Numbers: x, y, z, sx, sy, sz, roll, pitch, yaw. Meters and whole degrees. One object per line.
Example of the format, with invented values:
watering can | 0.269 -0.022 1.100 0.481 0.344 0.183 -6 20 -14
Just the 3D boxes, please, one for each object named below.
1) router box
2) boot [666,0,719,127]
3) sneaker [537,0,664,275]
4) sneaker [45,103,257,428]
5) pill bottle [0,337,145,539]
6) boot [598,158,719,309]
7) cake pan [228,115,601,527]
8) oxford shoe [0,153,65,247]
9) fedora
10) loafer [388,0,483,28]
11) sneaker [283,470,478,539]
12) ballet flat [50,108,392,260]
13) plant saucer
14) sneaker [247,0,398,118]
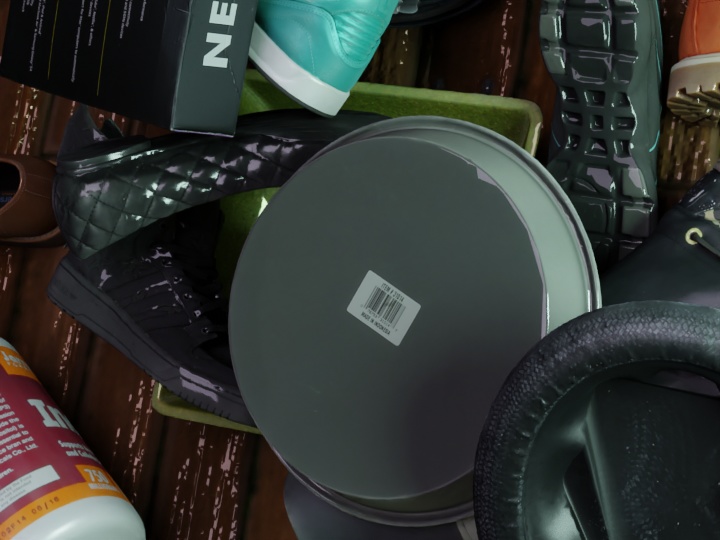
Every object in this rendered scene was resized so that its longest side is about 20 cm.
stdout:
router box | -0.114 -0.183 1.244 0.149 0.051 0.202 20 103 42
boot | 0.253 -0.133 1.191 0.198 0.075 0.108 1 72 29
sneaker | 0.132 -0.064 1.238 0.075 0.079 0.202 9 100 23
sneaker | -0.104 -0.003 1.292 0.199 0.060 0.105 32 95 33
pill bottle | -0.217 0.109 1.345 0.113 0.113 0.200 -46 61 9
boot | 0.187 0.057 1.152 0.153 0.073 0.204 -36 68 3
cake pan | 0.018 0.023 1.150 0.199 0.037 0.202 -3 84 26
oxford shoe | -0.265 -0.044 1.438 0.198 0.071 0.072 -9 74 27
fedora | 0.146 0.096 1.082 0.199 0.092 0.202 6 112 16
loafer | -0.018 -0.176 1.338 0.199 0.063 0.073 11 102 34
sneaker | 0.002 0.058 1.209 0.105 0.075 0.202 -19 69 19
ballet flat | -0.065 -0.050 1.261 0.198 0.067 0.057 -9 107 -5
plant saucer | 0.000 0.000 1.299 0.198 0.048 0.202 9 81 29
sneaker | -0.041 -0.188 1.271 0.121 0.083 0.200 -50 58 15
